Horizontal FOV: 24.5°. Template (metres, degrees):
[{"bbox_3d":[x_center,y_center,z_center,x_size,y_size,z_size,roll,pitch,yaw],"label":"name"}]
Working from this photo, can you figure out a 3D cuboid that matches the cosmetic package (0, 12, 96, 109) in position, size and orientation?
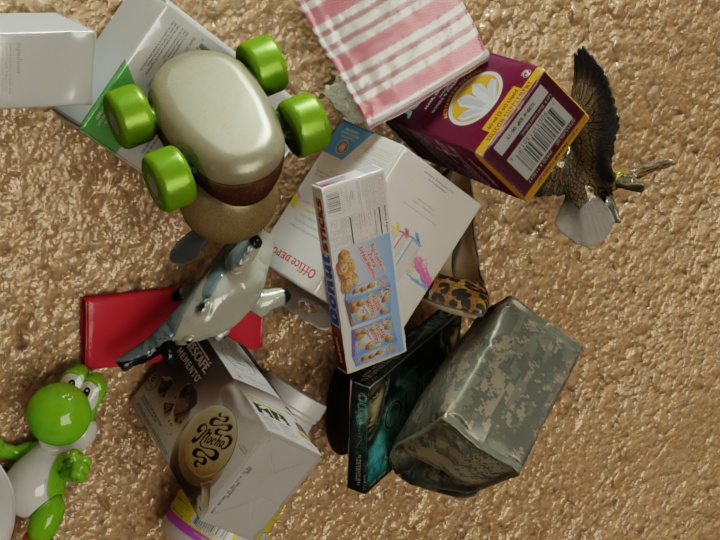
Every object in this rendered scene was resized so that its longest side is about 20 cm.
[{"bbox_3d":[-0.343,-0.184,1.459,0.200,0.102,0.074,-4,110,-30],"label":"cosmetic package"}]

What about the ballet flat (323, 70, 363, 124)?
[{"bbox_3d":[0.025,-0.247,1.697,0.072,0.072,0.200,29,88,-36],"label":"ballet flat"}]

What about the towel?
[{"bbox_3d":[0.023,-0.260,1.650,0.146,0.030,0.200,-29,103,1],"label":"towel"}]

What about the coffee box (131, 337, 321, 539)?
[{"bbox_3d":[-0.135,0.155,1.637,0.080,0.200,0.113,31,103,-40],"label":"coffee box"}]

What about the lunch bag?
[{"bbox_3d":[0.122,0.143,1.745,0.118,0.200,0.164,35,64,-8],"label":"lunch bag"}]

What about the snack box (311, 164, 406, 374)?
[{"bbox_3d":[0.000,0.000,1.632,0.072,0.024,0.200,-20,117,-26],"label":"snack box"}]

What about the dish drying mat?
[{"bbox_3d":[-0.190,0.054,1.692,0.200,0.018,0.077,-5,109,-30],"label":"dish drying mat"}]

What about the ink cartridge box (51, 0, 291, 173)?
[{"bbox_3d":[-0.169,-0.152,1.590,0.200,0.084,0.146,36,87,-36],"label":"ink cartridge box"}]

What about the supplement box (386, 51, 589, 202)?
[{"bbox_3d":[0.123,-0.159,1.703,0.086,0.200,0.110,40,83,-35],"label":"supplement box"}]

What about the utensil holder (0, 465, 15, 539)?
[{"bbox_3d":[-0.415,0.190,1.483,0.170,0.200,0.170,-12,114,-29],"label":"utensil holder"}]

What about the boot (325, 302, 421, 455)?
[{"bbox_3d":[0.018,0.108,1.815,0.075,0.074,0.200,11,98,-41],"label":"boot"}]

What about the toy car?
[{"bbox_3d":[-0.130,-0.089,1.531,0.164,0.158,0.200,-23,148,-19],"label":"toy car"}]

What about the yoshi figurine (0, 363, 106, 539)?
[{"bbox_3d":[-0.312,0.185,1.608,0.112,0.112,0.200,24,90,-30],"label":"yoshi figurine"}]

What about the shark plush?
[{"bbox_3d":[-0.155,0.037,1.653,0.200,0.083,0.091,-50,135,-8],"label":"shark plush"}]

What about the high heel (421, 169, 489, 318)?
[{"bbox_3d":[0.104,-0.033,1.742,0.071,0.200,0.143,15,101,-21],"label":"high heel"}]

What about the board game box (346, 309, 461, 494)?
[{"bbox_3d":[0.049,0.138,1.806,0.200,0.028,0.136,-36,136,-49],"label":"board game box"}]

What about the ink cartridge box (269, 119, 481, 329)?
[{"bbox_3d":[0.000,-0.030,1.716,0.125,0.129,0.200,33,89,-36],"label":"ink cartridge box"}]

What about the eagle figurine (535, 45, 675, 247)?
[{"bbox_3d":[0.230,-0.141,1.830,0.152,0.151,0.200,-46,136,2],"label":"eagle figurine"}]

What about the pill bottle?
[{"bbox_3d":[-0.117,0.210,1.741,0.104,0.104,0.200,33,87,-36],"label":"pill bottle"}]
